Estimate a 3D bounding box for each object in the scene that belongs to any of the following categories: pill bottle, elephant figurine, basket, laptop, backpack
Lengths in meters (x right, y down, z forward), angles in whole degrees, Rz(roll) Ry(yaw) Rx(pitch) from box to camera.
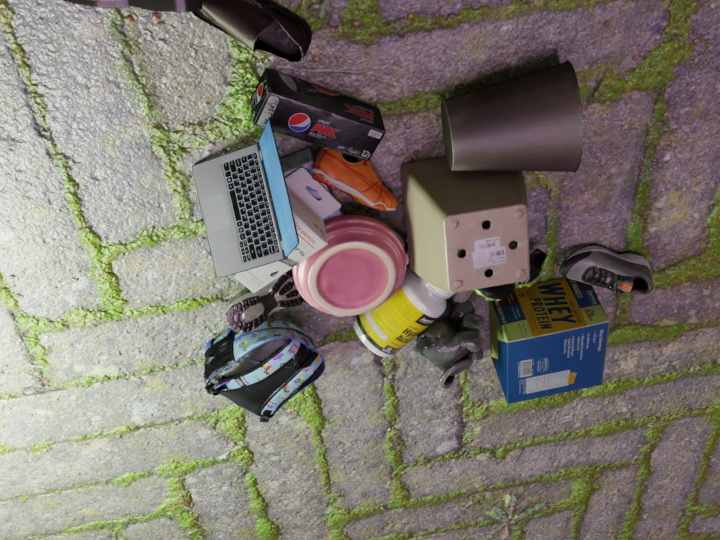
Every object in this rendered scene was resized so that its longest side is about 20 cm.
[{"bbox_3d":[0.088,0.063,1.686,0.111,0.111,0.200,28,122,-33],"label":"pill bottle"},{"bbox_3d":[0.176,0.161,1.789,0.155,0.142,0.200,5,142,3],"label":"elephant figurine"},{"bbox_3d":[0.234,-0.226,1.432,0.199,0.136,0.181,-9,122,1],"label":"basket"},{"bbox_3d":[-0.177,-0.102,1.367,0.200,0.188,0.116,-15,174,19],"label":"laptop"},{"bbox_3d":[-0.174,0.166,1.706,0.200,0.135,0.182,-36,130,22],"label":"backpack"}]

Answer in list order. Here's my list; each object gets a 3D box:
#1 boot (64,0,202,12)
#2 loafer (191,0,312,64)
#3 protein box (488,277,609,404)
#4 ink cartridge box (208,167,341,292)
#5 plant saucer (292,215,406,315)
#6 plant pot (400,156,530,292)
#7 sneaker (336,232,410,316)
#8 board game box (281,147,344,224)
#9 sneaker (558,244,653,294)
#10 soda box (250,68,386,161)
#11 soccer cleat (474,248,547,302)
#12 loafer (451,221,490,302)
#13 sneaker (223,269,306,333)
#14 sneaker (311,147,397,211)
[{"bbox_3d":[-0.306,-0.414,1.179,0.199,0.078,0.139,2,114,-1],"label":"boot"},{"bbox_3d":[-0.151,-0.348,1.261,0.200,0.071,0.073,17,127,-27],"label":"loafer"},{"bbox_3d":[0.371,0.138,1.808,0.199,0.135,0.199,-12,135,-2],"label":"protein box"},{"bbox_3d":[-0.136,-0.064,1.480,0.200,0.068,0.116,-33,131,17],"label":"ink cartridge box"},{"bbox_3d":[-0.016,0.002,1.564,0.200,0.051,0.201,-5,125,-7],"label":"plant saucer"},{"bbox_3d":[0.187,-0.070,1.497,0.199,0.177,0.201,-9,115,-5],"label":"plant pot"},{"bbox_3d":[0.000,0.000,1.641,0.080,0.076,0.200,35,111,-28],"label":"sneaker"},{"bbox_3d":[-0.136,-0.089,1.534,0.199,0.043,0.200,-20,134,7],"label":"board game box"},{"bbox_3d":[0.477,0.004,1.745,0.200,0.079,0.074,5,134,-16],"label":"sneaker"},{"bbox_3d":[-0.065,-0.237,1.389,0.200,0.071,0.063,15,129,-25],"label":"soda box"},{"bbox_3d":[0.268,0.002,1.632,0.200,0.067,0.081,-16,138,-50],"label":"soccer cleat"},{"bbox_3d":[0.227,-0.016,1.673,0.070,0.070,0.200,15,128,-15],"label":"loafer"},{"bbox_3d":[-0.165,0.033,1.631,0.200,0.089,0.077,-27,121,-20],"label":"sneaker"},{"bbox_3d":[0.004,-0.149,1.486,0.200,0.073,0.077,27,87,-51],"label":"sneaker"}]
